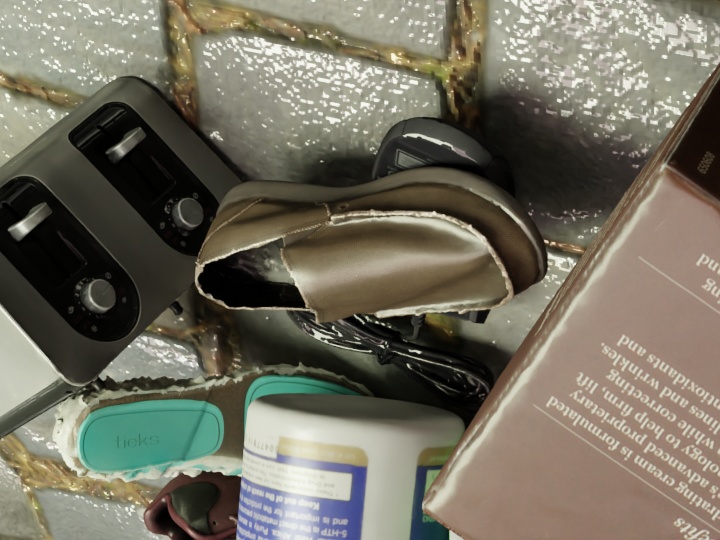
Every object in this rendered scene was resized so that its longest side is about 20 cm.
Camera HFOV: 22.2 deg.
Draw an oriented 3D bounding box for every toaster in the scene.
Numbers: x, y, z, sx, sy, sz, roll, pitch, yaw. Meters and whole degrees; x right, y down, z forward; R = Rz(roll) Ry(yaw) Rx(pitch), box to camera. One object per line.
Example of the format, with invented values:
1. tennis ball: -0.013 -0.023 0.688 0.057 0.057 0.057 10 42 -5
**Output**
1. toaster: -0.179 0.006 1.002 0.119 0.181 0.200 51 136 -8

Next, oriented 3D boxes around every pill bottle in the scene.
1. pill bottle: -0.010 0.172 0.988 0.119 0.120 0.201 6 92 28

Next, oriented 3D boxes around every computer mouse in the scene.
1. computer mouse: 0.018 -0.022 0.953 0.140 0.046 0.200 23 141 20

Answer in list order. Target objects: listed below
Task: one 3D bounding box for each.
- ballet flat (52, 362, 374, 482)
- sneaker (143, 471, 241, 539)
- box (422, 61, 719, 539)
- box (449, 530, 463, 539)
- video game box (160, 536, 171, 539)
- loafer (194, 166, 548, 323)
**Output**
1. ballet flat: -0.081 0.082 1.049 0.199 0.072 0.072 4 143 -24
2. sneaker: -0.039 0.165 1.085 0.200 0.115 0.076 12 114 24
3. box: 0.161 0.044 0.791 0.166 0.164 0.200 35 121 4
4. box: 0.140 0.188 0.990 0.176 0.097 0.200 7 130 11
5. video game box: -0.059 0.243 1.134 0.182 0.200 0.047 43 94 -5
6. loafer: 0.000 0.000 0.892 0.200 0.071 0.073 -2 129 40
